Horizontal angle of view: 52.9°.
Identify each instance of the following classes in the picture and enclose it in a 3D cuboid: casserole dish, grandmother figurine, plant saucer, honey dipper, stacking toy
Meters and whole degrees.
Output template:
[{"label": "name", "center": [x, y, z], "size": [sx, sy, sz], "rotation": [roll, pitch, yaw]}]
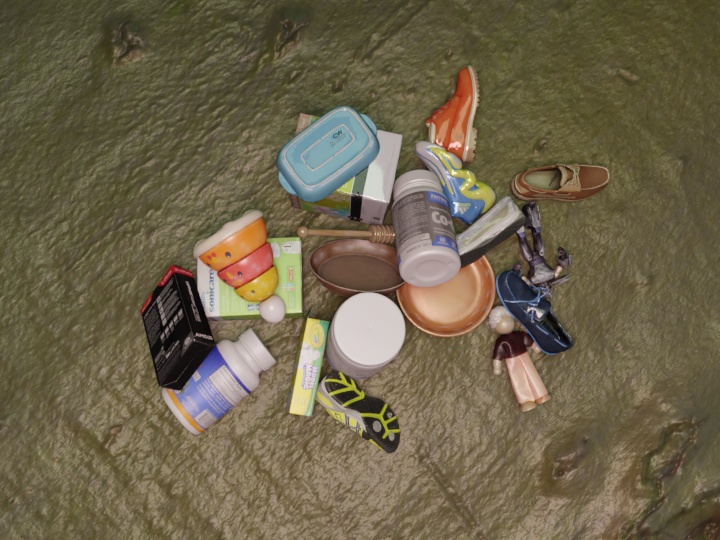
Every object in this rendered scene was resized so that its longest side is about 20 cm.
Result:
[{"label": "casserole dish", "center": [-0.057, -0.209, 1.261], "size": [0.199, 0.039, 0.122], "rotation": [-37, 84, -8]}, {"label": "grandmother figurine", "center": [0.304, 0.163, 1.400], "size": [0.121, 0.060, 0.202], "rotation": [-19, 84, -37]}, {"label": "plant saucer", "center": [0.000, 0.000, 1.376], "size": [0.198, 0.201, 0.035], "rotation": [4, 120, -1]}, {"label": "honey dipper", "center": [-0.029, -0.074, 1.410], "size": [0.198, 0.038, 0.038], "rotation": [1, 80, -22]}, {"label": "plant saucer", "center": [0.166, 0.032, 1.431], "size": [0.198, 0.037, 0.203], "rotation": [0, 81, -3]}, {"label": "stacking toy", "center": [-0.194, 0.005, 1.306], "size": [0.145, 0.146, 0.201], "rotation": [-33, 97, -7]}]

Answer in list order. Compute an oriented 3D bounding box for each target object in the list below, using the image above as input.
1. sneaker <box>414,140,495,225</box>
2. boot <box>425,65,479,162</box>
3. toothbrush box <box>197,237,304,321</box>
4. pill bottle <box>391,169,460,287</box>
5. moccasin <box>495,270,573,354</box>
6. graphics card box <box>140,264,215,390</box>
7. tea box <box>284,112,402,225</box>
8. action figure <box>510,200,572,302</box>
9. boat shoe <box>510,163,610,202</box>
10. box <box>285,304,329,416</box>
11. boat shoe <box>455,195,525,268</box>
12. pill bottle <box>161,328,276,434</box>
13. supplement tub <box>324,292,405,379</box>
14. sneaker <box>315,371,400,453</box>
[{"label": "sneaker", "center": [0.172, -0.166, 1.433], "size": [0.199, 0.076, 0.106], "rotation": [35, 87, -9]}, {"label": "boot", "center": [0.187, -0.325, 1.476], "size": [0.106, 0.075, 0.202], "rotation": [6, 81, 4]}, {"label": "toothbrush box", "center": [-0.209, 0.018, 1.396], "size": [0.198, 0.086, 0.147], "rotation": [-3, 80, -3]}, {"label": "pill bottle", "center": [0.117, -0.081, 1.346], "size": [0.112, 0.114, 0.202], "rotation": [-4, 56, -3]}, {"label": "moccasin", "center": [0.341, 0.073, 1.386], "size": [0.200, 0.068, 0.081], "rotation": [46, 58, -17]}, {"label": "graphics card box", "center": [-0.337, 0.102, 1.322], "size": [0.126, 0.051, 0.201], "rotation": [-50, 43, 20]}, {"label": "tea box", "center": [-0.032, -0.186, 1.378], "size": [0.195, 0.200, 0.135], "rotation": [13, 81, 1]}, {"label": "action figure", "center": [0.344, -0.032, 1.433], "size": [0.129, 0.069, 0.202], "rotation": [-17, 85, -10]}, {"label": "boat shoe", "center": [0.406, -0.179, 1.455], "size": [0.198, 0.074, 0.077], "rotation": [-8, 81, -3]}, {"label": "box", "center": [-0.099, 0.169, 1.358], "size": [0.048, 0.117, 0.202], "rotation": [10, 80, -8]}, {"label": "boat shoe", "center": [0.219, -0.066, 1.392], "size": [0.201, 0.074, 0.065], "rotation": [-34, 66, 7]}, {"label": "pill bottle", "center": [-0.260, 0.201, 1.351], "size": [0.200, 0.112, 0.112], "rotation": [-39, 84, -8]}, {"label": "supplement tub", "center": [0.004, 0.124, 1.322], "size": [0.130, 0.200, 0.133], "rotation": [2, 74, -7]}, {"label": "sneaker", "center": [-0.005, 0.272, 1.375], "size": [0.200, 0.076, 0.076], "rotation": [46, 47, -10]}]
